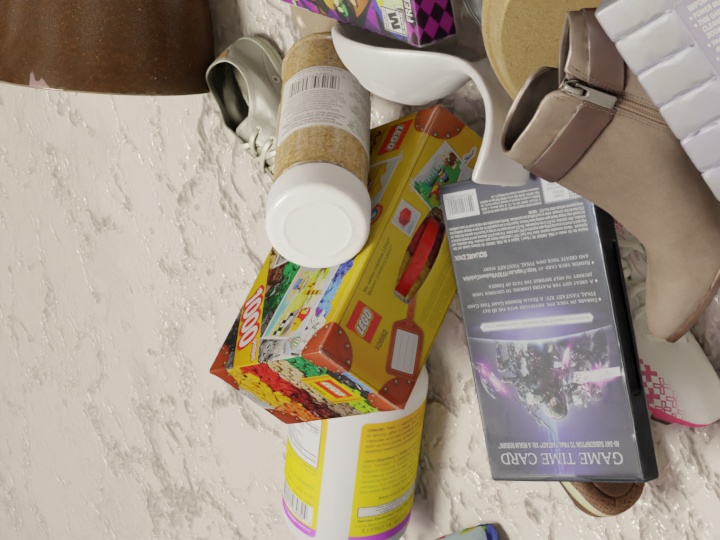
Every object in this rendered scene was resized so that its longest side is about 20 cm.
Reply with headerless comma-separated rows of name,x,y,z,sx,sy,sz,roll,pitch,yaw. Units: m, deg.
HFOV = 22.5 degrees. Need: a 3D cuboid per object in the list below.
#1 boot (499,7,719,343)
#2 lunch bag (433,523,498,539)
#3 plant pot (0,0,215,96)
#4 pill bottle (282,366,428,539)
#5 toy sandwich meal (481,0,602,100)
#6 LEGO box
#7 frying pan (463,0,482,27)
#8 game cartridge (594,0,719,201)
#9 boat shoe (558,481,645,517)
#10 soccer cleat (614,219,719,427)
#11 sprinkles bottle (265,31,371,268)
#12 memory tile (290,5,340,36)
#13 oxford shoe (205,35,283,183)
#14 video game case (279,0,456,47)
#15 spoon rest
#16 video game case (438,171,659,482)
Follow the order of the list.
boot,0.149,-0.057,1.026,0.070,0.146,0.200,-104,29,-60
lunch bag,0.015,0.289,1.401,0.200,0.170,0.128,-38,78,53
plant pot,-0.200,-0.249,1.438,0.187,0.187,0.200,18,107,48
pill bottle,-0.003,0.115,1.397,0.104,0.104,0.200,36,133,38
toy sandwich meal,0.161,-0.153,1.047,0.205,0.070,0.205,9,135,9
LEGO box,0.000,0.000,1.253,0.077,0.200,0.149,37,153,-24
frying pan,0.145,-0.192,1.086,0.190,0.031,0.115,-29,118,29
game cartridge,0.227,-0.129,0.895,0.200,0.038,0.130,-28,97,39
boat shoe,0.129,0.077,1.241,0.203,0.075,0.075,67,158,15
soccer cleat,0.163,0.012,1.155,0.200,0.070,0.086,46,128,25
sprinkles bottle,-0.025,-0.086,1.236,0.200,0.068,0.068,-88,7,-53
memory tile,-0.032,-0.263,1.284,0.153,0.017,0.200,-14,104,53
oxford shoe,-0.059,-0.093,1.408,0.200,0.058,0.075,57,141,14
video game case,-0.014,-0.258,1.180,0.181,0.036,0.200,29,136,53
spoon rest,0.052,-0.125,1.174,0.200,0.099,0.061,48,128,48
video game case,0.117,0.035,1.151,0.143,0.019,0.200,-8,94,53
